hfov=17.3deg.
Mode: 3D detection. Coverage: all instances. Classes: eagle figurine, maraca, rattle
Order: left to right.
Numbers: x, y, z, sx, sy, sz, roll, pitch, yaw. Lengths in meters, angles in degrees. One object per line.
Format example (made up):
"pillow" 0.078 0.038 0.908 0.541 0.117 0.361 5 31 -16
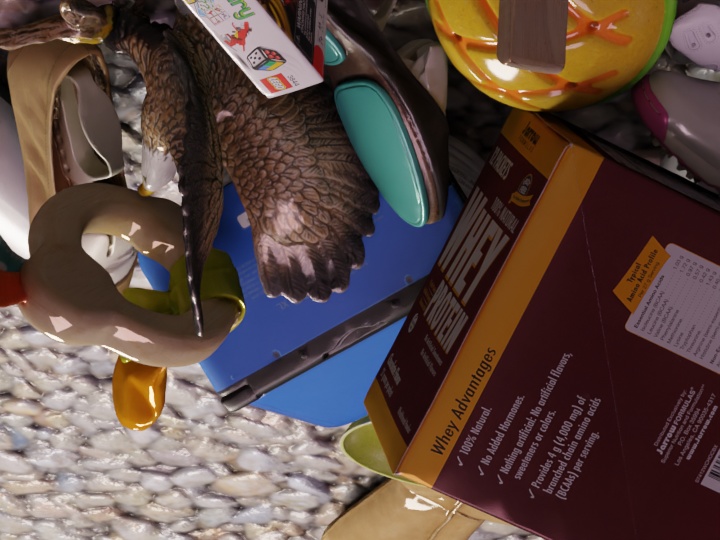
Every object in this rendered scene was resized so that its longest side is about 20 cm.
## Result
"rattle" -0.172 0.028 1.309 0.143 0.130 0.200 -33 168 38
"eagle figurine" -0.084 -0.076 1.288 0.152 0.200 0.151 -36 159 -13
"maraca" 0.101 -0.161 1.211 0.137 0.107 0.200 21 137 5

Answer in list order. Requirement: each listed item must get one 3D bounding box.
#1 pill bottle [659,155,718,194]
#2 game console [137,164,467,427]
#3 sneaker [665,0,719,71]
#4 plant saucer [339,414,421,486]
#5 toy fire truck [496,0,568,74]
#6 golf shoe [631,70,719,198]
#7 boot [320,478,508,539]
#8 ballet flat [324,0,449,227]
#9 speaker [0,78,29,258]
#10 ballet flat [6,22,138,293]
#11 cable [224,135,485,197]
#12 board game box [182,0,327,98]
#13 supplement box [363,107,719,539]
"pill bottle" 0.274 -0.015 1.406 0.200 0.112 0.112 14 146 -14
"game console" 0.000 0.000 1.412 0.200 0.118 0.171 -30 94 24
"sneaker" 0.214 -0.163 1.216 0.115 0.075 0.200 -3 150 3
"plant saucer" 0.087 0.109 1.551 0.200 0.031 0.200 6 160 2
"toy fire truck" 0.142 -0.190 1.087 0.176 0.129 0.200 19 125 -22
"golf shoe" 0.238 -0.075 1.279 0.200 0.075 0.092 21 125 -29
"boot" 0.083 0.191 1.797 0.175 0.066 0.200 25 143 -8
"ballet flat" 0.007 -0.119 1.275 0.200 0.068 0.068 57 158 -22
"speaker" -0.241 -0.086 1.393 0.081 0.081 0.200 -16 141 28
"ballet flat" -0.162 -0.047 1.382 0.063 0.069 0.200 15 127 41
"cable" -0.005 -0.021 1.474 0.200 0.069 0.200 0 145 7
"board game box" -0.055 -0.196 1.090 0.035 0.200 0.126 -15 143 24
"supplement box" 0.139 0.045 1.274 0.200 0.133 0.198 25 99 -12
